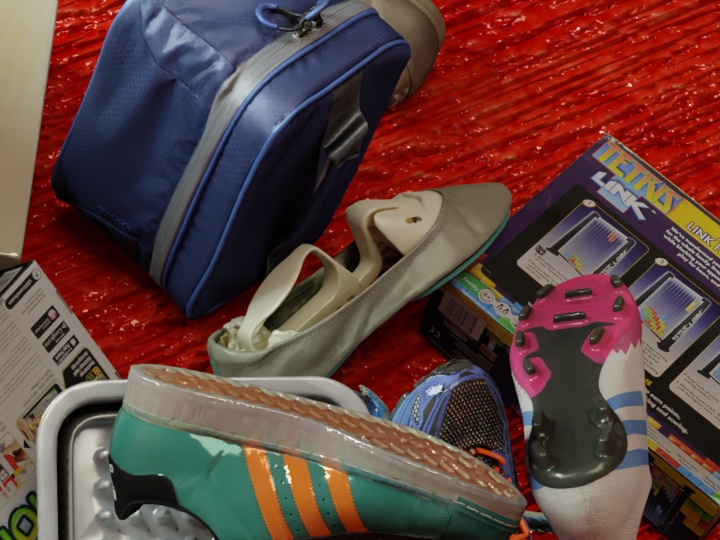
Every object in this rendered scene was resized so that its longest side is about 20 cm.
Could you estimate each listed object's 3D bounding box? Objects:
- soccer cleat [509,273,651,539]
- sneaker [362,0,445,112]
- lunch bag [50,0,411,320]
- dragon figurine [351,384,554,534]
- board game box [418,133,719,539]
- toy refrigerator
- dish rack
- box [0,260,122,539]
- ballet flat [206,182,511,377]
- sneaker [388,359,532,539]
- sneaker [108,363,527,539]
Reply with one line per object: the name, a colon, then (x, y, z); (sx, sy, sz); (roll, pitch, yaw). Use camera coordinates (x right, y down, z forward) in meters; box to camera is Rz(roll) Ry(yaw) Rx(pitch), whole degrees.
soccer cleat: (0.116, 0.079, 1.417); (0.069, 0.087, 0.200); (-10, 29, 12)
sneaker: (-0.048, -0.162, 1.605); (0.199, 0.071, 0.076); (25, 52, 2)
lunch bag: (-0.060, -0.079, 1.457); (0.132, 0.200, 0.136); (42, 48, 12)
dragon figurine: (0.015, 0.126, 1.418); (0.199, 0.059, 0.100); (28, 51, 4)
board game box: (0.160, 0.037, 1.532); (0.200, 0.057, 0.165); (40, 51, 14)
toy refrigerator: (-0.211, -0.071, 1.482); (0.070, 0.076, 0.201); (11, 53, -10)
dish rack: (-0.075, 0.154, 1.337); (0.170, 0.044, 0.201); (-1, 82, -14)
box: (-0.196, 0.100, 1.351); (0.110, 0.035, 0.200); (56, 49, -19)
ballet flat: (0.000, 0.000, 1.470); (0.200, 0.064, 0.067); (-41, 28, -18)
sneaker: (0.064, 0.140, 1.343); (0.075, 0.201, 0.078); (-20, 18, -32)
sneaker: (-0.023, 0.107, 1.290); (0.199, 0.080, 0.071); (16, 9, 11)
